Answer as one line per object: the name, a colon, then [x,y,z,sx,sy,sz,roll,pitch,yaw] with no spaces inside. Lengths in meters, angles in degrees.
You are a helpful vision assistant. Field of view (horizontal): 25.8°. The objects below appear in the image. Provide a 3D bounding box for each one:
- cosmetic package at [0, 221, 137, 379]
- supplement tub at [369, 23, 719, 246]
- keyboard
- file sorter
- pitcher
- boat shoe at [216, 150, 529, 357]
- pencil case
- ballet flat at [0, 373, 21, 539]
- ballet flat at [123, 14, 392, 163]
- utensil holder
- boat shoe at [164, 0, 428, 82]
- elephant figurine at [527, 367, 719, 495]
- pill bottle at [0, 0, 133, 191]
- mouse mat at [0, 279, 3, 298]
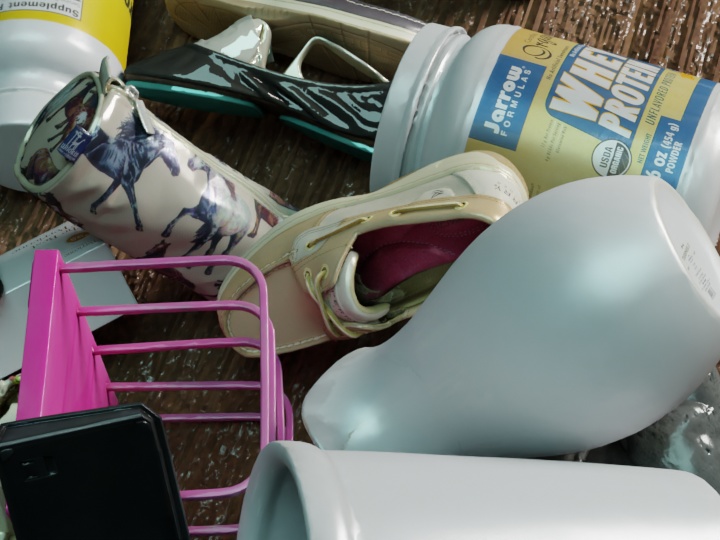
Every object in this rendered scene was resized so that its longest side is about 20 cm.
cosmetic package: [-0.239,0.037,0.952,0.198,0.051,0.083,-28,23,-10]
supplement tub: [0.118,-0.062,0.938,0.198,0.145,0.146,18,64,14]
keyboard: [-0.138,0.153,0.739,0.125,0.202,0.021,-11,31,-7]
file sorter: [-0.101,0.098,0.843,0.124,0.201,0.141,-1,60,1]
pitcher: [0.086,0.030,0.793,0.199,0.172,0.122,-31,98,24]
boat shoe: [0.000,0.000,0.871,0.198,0.074,0.069,-28,22,20]
pencil case: [-0.101,-0.038,0.930,0.089,0.199,0.078,-38,35,31]
ballet flat: [-0.210,0.149,0.901,0.075,0.064,0.202,2,62,6]
ballet flat: [-0.053,-0.123,1.027,0.197,0.068,0.069,16,85,1]
utensil holder: [0.054,0.163,0.694,0.197,0.170,0.172,3,59,-15]
boat shoe: [-0.035,-0.179,1.062,0.198,0.072,0.065,14,68,19]
elephant figurine: [0.107,0.114,0.867,0.197,0.155,0.143,-14,93,9]
pill bottle: [-0.208,-0.158,1.044,0.110,0.112,0.202,-1,61,5]
mouse mat: [-0.306,0.008,0.969,0.160,0.008,0.200,-27,35,-8]
